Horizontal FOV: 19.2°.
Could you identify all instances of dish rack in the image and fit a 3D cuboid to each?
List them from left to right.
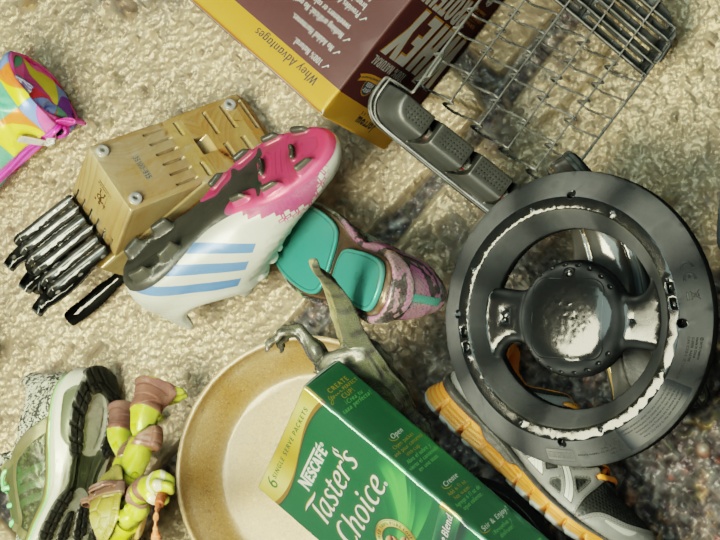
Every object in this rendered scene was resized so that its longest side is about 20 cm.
[{"bbox_3d":[0.122,-0.144,1.515,0.153,0.055,0.200,37,88,-19],"label":"dish rack"}]

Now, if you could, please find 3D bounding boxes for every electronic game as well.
[{"bbox_3d":[0.147,0.033,1.440,0.200,0.042,0.200,-1,87,31],"label":"electronic game"}]

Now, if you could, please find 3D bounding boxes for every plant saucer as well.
[{"bbox_3d":[-0.039,0.149,1.576,0.200,0.035,0.201,-3,81,19],"label":"plant saucer"}]

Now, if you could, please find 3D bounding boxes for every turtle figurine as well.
[{"bbox_3d":[-0.175,0.169,1.577,0.064,0.200,0.161,11,58,-9],"label":"turtle figurine"}]

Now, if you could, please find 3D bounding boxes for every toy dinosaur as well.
[{"bbox_3d":[-0.012,0.062,1.501,0.088,0.200,0.047,1,42,43],"label":"toy dinosaur"}]

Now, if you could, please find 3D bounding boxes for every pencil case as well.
[{"bbox_3d":[-0.316,-0.089,1.691,0.200,0.088,0.088,-38,71,13],"label":"pencil case"}]

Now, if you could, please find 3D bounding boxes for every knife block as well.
[{"bbox_3d":[-0.172,-0.038,1.649,0.200,0.176,0.064,-24,69,-31],"label":"knife block"}]

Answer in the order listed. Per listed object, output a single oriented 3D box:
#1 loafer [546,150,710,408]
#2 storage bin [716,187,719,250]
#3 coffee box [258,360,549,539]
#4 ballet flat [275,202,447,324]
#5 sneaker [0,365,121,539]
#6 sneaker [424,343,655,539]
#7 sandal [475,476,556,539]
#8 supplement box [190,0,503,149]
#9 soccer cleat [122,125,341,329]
[{"bbox_3d":[0.170,0.015,1.480,0.072,0.073,0.200,-26,84,6],"label":"loafer"},{"bbox_3d":[0.315,-0.083,1.431,0.134,0.145,0.200,0,82,31],"label":"storage bin"},{"bbox_3d":[0.027,0.168,1.471,0.200,0.044,0.123,41,136,14],"label":"coffee box"},{"bbox_3d":[0.000,0.000,1.552,0.200,0.071,0.069,27,99,59],"label":"ballet flat"},{"bbox_3d":[-0.246,0.166,1.642,0.089,0.077,0.200,9,80,35],"label":"sneaker"},{"bbox_3d":[0.136,0.127,1.494,0.200,0.078,0.077,43,90,20],"label":"sneaker"},{"bbox_3d":[0.119,0.222,1.485,0.200,0.045,0.075,47,139,18],"label":"sandal"},{"bbox_3d":[-0.010,-0.235,1.570,0.197,0.133,0.200,42,97,20],"label":"supplement box"},{"bbox_3d":[-0.084,-0.031,1.578,0.200,0.086,0.070,-34,39,16],"label":"soccer cleat"}]
